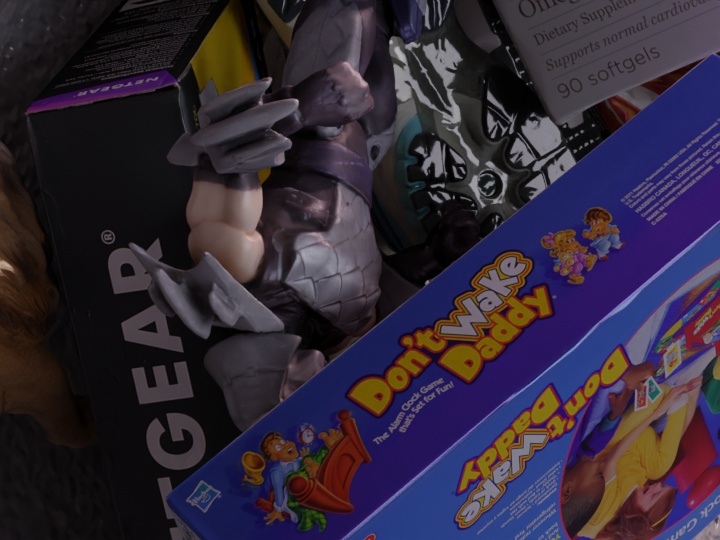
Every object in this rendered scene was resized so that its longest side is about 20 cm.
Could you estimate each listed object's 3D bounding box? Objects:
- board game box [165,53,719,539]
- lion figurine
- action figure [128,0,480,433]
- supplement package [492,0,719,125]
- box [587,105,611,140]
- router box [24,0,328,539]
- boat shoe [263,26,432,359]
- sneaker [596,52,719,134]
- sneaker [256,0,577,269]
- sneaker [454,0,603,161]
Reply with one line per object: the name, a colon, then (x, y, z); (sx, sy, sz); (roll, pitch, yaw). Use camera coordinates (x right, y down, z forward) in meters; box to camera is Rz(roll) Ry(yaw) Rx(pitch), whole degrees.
board game box: (0.049, 0.051, 0.618); (0.200, 0.045, 0.135); (-38, 144, -19)
lion figurine: (-0.129, 0.054, 0.604); (0.123, 0.072, 0.202); (65, 31, -56)
action figure: (-0.006, -0.041, 0.615); (0.130, 0.069, 0.202); (55, 42, -64)
supplement package: (0.083, -0.171, 0.711); (0.201, 0.116, 0.117); (62, 32, -9)
box: (0.140, -0.053, 0.986); (0.201, 0.049, 0.199); (53, 40, -20)
router box: (-0.047, 0.022, 0.701); (0.149, 0.051, 0.202); (-75, 155, -70)
boat shoe: (0.000, 0.000, 0.822); (0.060, 0.071, 0.202); (-165, -120, -82)
sneaker: (0.143, -0.038, 0.891); (0.077, 0.072, 0.201); (-101, 169, -69)
sneaker: (-0.006, -0.080, 0.739); (0.077, 0.086, 0.201); (-32, 105, -23)
sneaker: (0.047, -0.046, 0.851); (0.074, 0.079, 0.202); (-19, 93, -56)
